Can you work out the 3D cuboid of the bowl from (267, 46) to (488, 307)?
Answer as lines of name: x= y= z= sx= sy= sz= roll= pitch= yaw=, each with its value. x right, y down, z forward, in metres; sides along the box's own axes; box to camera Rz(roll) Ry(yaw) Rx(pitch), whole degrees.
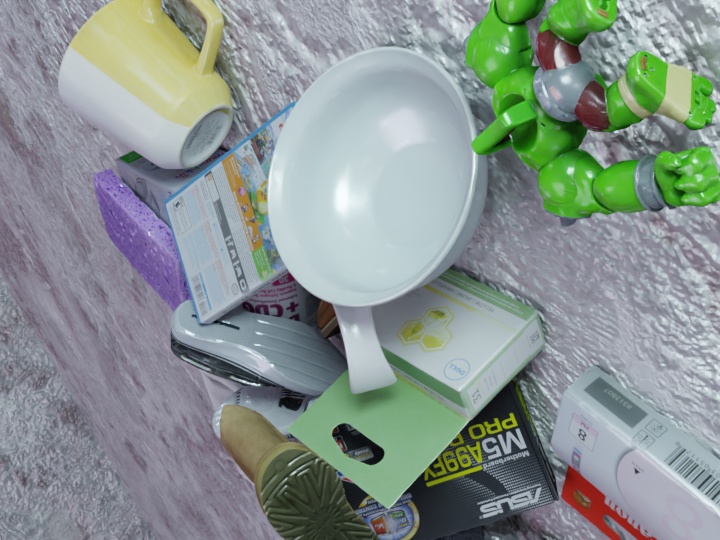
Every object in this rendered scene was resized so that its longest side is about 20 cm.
bowl: x=0.028 y=-0.066 z=0.786 sx=0.199 sy=0.090 sz=0.204 roll=-8 pitch=77 yaw=36

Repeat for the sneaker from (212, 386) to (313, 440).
sneaker: x=-0.068 y=0.177 z=1.151 sx=0.116 sy=0.197 sz=0.076 roll=84 pitch=169 yaw=-53

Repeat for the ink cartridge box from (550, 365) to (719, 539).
ink cartridge box: x=0.228 y=0.197 z=0.823 sx=0.162 sy=0.057 sz=0.202 roll=39 pitch=143 yaw=32

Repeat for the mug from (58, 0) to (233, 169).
mug: x=-0.217 y=-0.198 z=1.049 sx=0.153 sy=0.149 sz=0.187 roll=41 pitch=156 yaw=13

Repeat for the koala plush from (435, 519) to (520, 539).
koala plush: x=0.062 y=0.264 z=1.057 sx=0.200 sy=0.177 sz=0.184 roll=44 pitch=163 yaw=22

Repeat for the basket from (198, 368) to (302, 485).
basket: x=-0.103 y=0.187 z=1.281 sx=0.135 sy=0.123 sz=0.202 roll=23 pitch=137 yaw=48

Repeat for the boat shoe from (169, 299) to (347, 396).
boat shoe: x=-0.108 y=0.089 z=1.051 sx=0.198 sy=0.073 sz=0.071 roll=22 pitch=142 yaw=-2

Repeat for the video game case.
video game case: x=-0.109 y=-0.054 z=0.982 sx=0.199 sy=0.018 sz=0.145 roll=-32 pitch=67 yaw=29

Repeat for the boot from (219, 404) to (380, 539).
boot: x=-0.080 y=0.175 z=0.884 sx=0.200 sy=0.066 sz=0.176 roll=34 pitch=159 yaw=51

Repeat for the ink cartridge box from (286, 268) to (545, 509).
ink cartridge box: x=0.041 y=0.087 z=0.847 sx=0.145 sy=0.200 sz=0.048 roll=27 pitch=150 yaw=44

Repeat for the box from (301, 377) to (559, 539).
box: x=0.065 y=0.167 z=0.920 sx=0.044 sy=0.198 sz=0.162 roll=-71 pitch=-40 yaw=-70

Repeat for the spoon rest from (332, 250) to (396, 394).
spoon rest: x=-0.011 y=0.001 z=0.847 sx=0.061 sy=0.098 sz=0.202 roll=73 pitch=-178 yaw=-61

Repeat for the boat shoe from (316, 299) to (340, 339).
boat shoe: x=0.000 y=0.000 z=0.979 sx=0.068 sy=0.072 sz=0.200 roll=56 pitch=143 yaw=11

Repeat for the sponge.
sponge: x=-0.259 y=-0.030 z=1.206 sx=0.200 sy=0.030 sz=0.112 roll=42 pitch=149 yaw=33

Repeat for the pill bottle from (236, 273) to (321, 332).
pill bottle: x=-0.095 y=0.023 z=1.104 sx=0.113 sy=0.113 sz=0.201 roll=38 pitch=148 yaw=32

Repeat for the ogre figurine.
ogre figurine: x=0.128 y=-0.114 z=0.606 sx=0.200 sy=0.098 sz=0.120 roll=47 pitch=142 yaw=-6

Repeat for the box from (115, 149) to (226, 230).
box: x=-0.193 y=-0.049 z=1.212 sx=0.176 sy=0.096 sz=0.202 roll=28 pitch=140 yaw=48
